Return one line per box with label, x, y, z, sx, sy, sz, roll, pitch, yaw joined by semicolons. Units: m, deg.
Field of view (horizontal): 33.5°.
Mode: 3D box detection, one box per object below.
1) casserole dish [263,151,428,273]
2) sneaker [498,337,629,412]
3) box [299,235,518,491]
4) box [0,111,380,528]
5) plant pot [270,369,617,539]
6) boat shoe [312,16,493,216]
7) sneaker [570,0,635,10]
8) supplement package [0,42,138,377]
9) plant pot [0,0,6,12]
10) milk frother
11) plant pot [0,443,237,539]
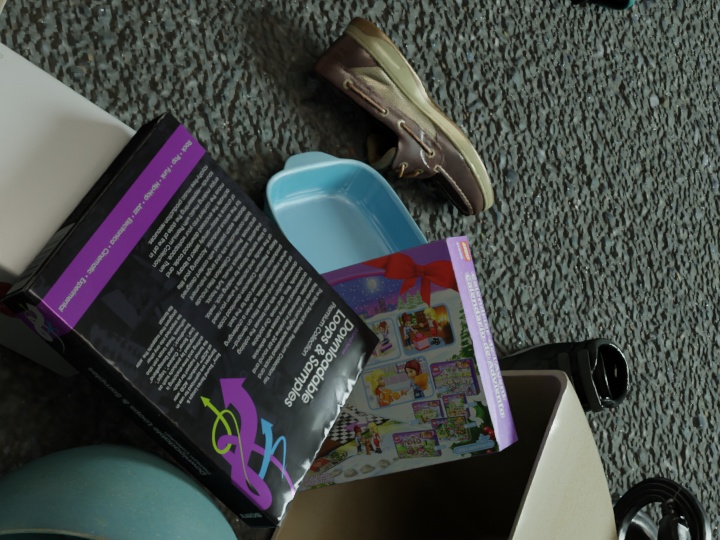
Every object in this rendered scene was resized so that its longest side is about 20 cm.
casserole dish;0.000;0.000;0.889;0.121;0.039;0.201;-16;66;-41
sneaker;0.142;0.100;0.979;0.199;0.099;0.071;-21;94;-40
box;-0.007;0.068;0.798;0.039;0.199;0.138;-8;84;-64
box;-0.087;0.030;0.688;0.200;0.036;0.143;47;53;-21
plant pot;0.073;0.204;0.844;0.177;0.199;0.201;49;52;-34
boat shoe;0.034;-0.109;0.974;0.072;0.072;0.200;-44;122;-7
sneaker;0.270;-0.303;1.218;0.199;0.071;0.081;-9;89;-36
supplement package;-0.210;-0.039;0.704;0.199;0.121;0.121;32;59;-29
plant pot;-0.276;-0.256;0.688;0.199;0.187;0.189;24;63;-18
milk frother;0.241;0.262;0.952;0.187;0.199;0.182;10;71;-38
plant pot;-0.146;0.177;0.677;0.200;0.199;0.135;47;23;-20
